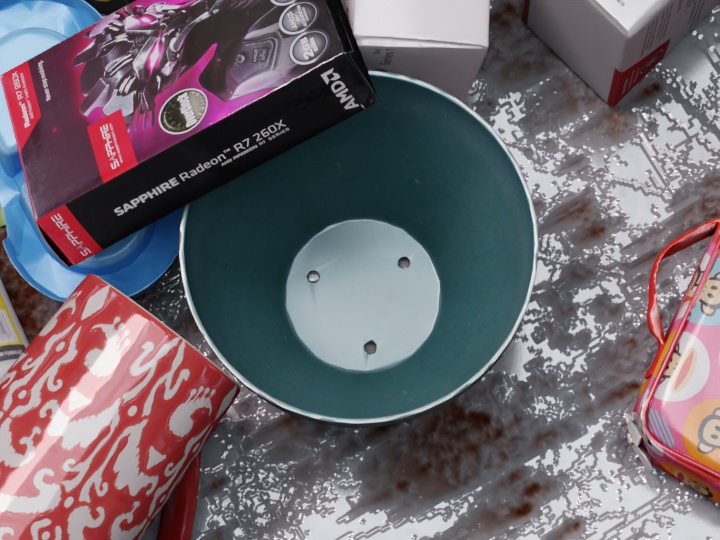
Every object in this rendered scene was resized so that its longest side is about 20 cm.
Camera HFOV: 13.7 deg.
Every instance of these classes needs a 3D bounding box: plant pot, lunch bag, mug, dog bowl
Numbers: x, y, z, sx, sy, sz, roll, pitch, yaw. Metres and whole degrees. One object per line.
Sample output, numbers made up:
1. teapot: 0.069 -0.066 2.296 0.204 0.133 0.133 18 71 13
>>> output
1. plant pot: 0.000 0.000 1.722 0.199 0.135 0.201 0 77 1
2. lunch bag: 0.245 0.042 1.736 0.176 0.082 0.201 27 80 7
3. mug: -0.164 0.118 1.683 0.133 0.178 0.200 34 84 19
4. dog bowl: -0.172 -0.067 1.760 0.111 0.050 0.201 -26 76 -3

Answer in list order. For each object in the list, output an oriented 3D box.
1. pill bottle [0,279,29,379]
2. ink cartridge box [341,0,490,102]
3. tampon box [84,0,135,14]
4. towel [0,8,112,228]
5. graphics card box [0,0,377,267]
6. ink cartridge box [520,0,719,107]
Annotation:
1. pill bottle: -0.272 -0.001 1.739 0.112 0.112 0.201 -24 78 -4
2. ink cartridge box: 0.032 -0.205 1.762 0.084 0.146 0.201 3 78 -4
3. tampon box: -0.188 -0.274 1.780 0.149 0.126 0.201 12 72 7
4. towel: -0.132 -0.110 1.809 0.199 0.031 0.150 -11 75 1
5. graphics card box: -0.098 -0.101 1.669 0.199 0.051 0.126 -26 46 9
6. ink cartridge box: 0.194 -0.209 1.761 0.200 0.144 0.084 -43 80 -9
